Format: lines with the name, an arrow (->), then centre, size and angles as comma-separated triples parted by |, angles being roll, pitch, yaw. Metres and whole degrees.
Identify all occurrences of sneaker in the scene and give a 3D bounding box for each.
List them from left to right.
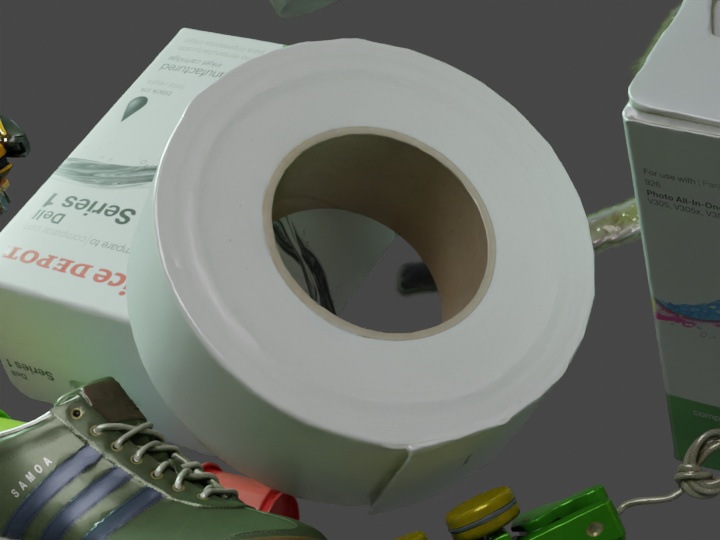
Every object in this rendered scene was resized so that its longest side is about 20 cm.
sneaker -> -0.104, 0.088, 0.832 | 0.199, 0.067, 0.090 | 1, 76, 19

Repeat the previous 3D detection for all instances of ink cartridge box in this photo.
ink cartridge box -> -0.077, -0.020, 0.992 | 0.145, 0.085, 0.200 | 12, 49, 31
ink cartridge box -> 0.181, -0.029, 0.819 | 0.087, 0.201, 0.146 | 11, 49, 29

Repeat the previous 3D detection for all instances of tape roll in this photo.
tape roll -> 0.000, 0.000, 0.880 | 0.201, 0.071, 0.204 | 8, 59, -14

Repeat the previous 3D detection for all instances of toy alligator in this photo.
toy alligator -> 0.065, 0.117, 0.820 | 0.199, 0.060, 0.054 | -26, 1, -9

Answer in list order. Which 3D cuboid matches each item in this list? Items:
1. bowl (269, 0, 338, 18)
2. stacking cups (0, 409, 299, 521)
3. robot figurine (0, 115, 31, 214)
bowl -> -0.036, -0.212, 1.151 | 0.199, 0.200, 0.108 | -27, 85, -10
stacking cups -> -0.125, 0.097, 0.899 | 0.199, 0.061, 0.061 | 7, 47, 26
robot figurine -> -0.286, -0.054, 1.124 | 0.199, 0.058, 0.145 | 6, 49, 25
